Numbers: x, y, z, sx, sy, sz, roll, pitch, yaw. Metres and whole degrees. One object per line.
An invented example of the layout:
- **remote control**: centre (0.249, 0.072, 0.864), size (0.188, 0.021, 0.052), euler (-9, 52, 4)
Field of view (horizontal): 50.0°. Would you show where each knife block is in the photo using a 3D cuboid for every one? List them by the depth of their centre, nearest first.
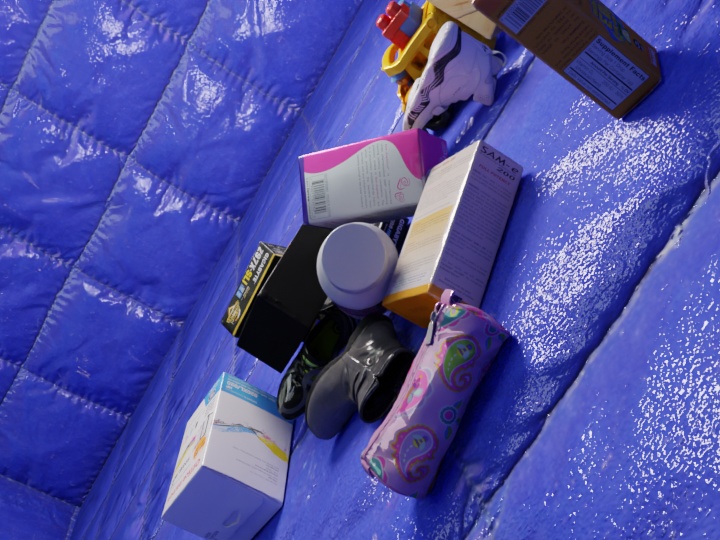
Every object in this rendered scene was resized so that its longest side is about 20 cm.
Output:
- **knife block**: centre (0.198, -0.449, 1.140), size (0.064, 0.198, 0.177), euler (-40, -20, -42)

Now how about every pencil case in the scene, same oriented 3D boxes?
- **pencil case**: centre (0.073, 0.125, 0.780), size (0.203, 0.086, 0.087), euler (-63, 17, -1)

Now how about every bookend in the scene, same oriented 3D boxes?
- **bookend**: centre (-0.097, 0.029, 1.231), size (0.202, 0.091, 0.199), euler (-61, 2, -31)

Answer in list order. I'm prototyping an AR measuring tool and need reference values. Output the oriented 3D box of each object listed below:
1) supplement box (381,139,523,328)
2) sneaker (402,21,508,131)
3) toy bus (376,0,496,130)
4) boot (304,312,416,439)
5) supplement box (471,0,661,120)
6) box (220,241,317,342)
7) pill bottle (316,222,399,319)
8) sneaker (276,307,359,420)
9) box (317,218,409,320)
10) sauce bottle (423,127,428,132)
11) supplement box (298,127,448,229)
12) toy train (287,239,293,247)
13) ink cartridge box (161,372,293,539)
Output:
- **supplement box**: centre (0.112, -0.040, 0.939), size (0.126, 0.072, 0.204), euler (-20, 46, 65)
- **sneaker**: centre (0.140, -0.269, 1.172), size (0.202, 0.113, 0.076), euler (117, 170, -46)
- **toy bus**: centre (0.100, -0.353, 1.274), size (0.200, 0.189, 0.138), euler (-48, 22, 41)
- **boot**: centre (-0.007, 0.160, 1.003), size (0.203, 0.069, 0.132), euler (-62, 21, 14)
- **supplement box**: centre (0.204, -0.239, 0.758), size (0.069, 0.198, 0.067), euler (-40, 25, 40)
- **box**: centre (-0.134, 0.043, 1.353), size (0.049, 0.198, 0.162), euler (38, 104, 32)
- **pill bottle**: centre (0.000, 0.000, 1.034), size (0.114, 0.111, 0.200), euler (-63, -9, -6)
- **sneaker**: centre (-0.077, 0.141, 1.195), size (0.202, 0.070, 0.082), euler (-57, -19, 11)
- **box**: centre (-0.005, -0.002, 1.281), size (0.199, 0.045, 0.162), euler (-28, 38, 63)
- **sauce bottle**: centre (0.092, -0.169, 1.219), size (0.066, 0.065, 0.202), euler (-50, 22, 32)
- **supplement box**: centre (0.021, -0.125, 1.098), size (0.196, 0.103, 0.104), euler (-8, 84, 31)
- **toy train**: centre (-0.083, -0.059, 1.562), size (0.116, 0.084, 0.201), euler (-45, 21, 16)
- **ink cartridge box**: centre (-0.205, 0.304, 1.228), size (0.148, 0.143, 0.202), euler (-51, 20, 29)
